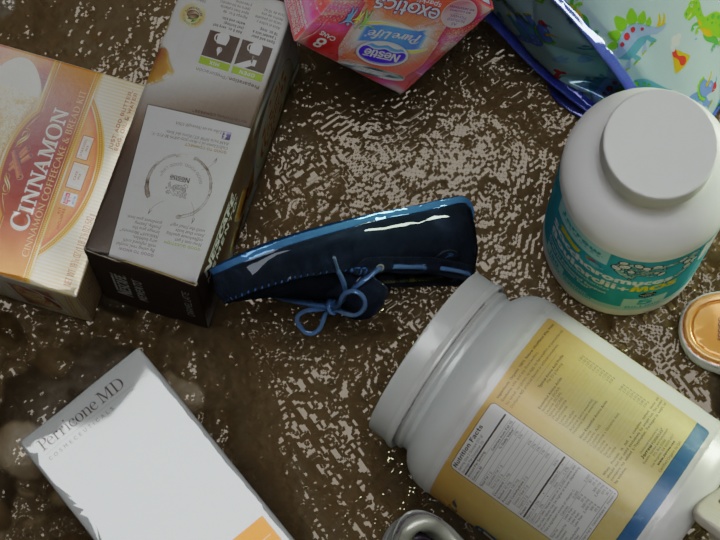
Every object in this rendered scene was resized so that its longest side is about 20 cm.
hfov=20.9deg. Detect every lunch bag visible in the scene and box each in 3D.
[{"bbox_3d":[0.192,-0.195,1.332,0.200,0.127,0.170,41,77,-19],"label":"lunch bag"}]

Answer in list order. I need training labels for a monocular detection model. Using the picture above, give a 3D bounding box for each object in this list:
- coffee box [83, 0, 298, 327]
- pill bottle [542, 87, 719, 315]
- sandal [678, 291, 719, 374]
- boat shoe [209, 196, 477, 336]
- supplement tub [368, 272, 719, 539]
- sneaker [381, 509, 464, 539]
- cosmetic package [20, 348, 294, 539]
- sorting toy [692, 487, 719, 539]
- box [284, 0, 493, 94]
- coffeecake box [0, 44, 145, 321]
[{"bbox_3d":[-0.109,-0.077,1.303,0.079,0.114,0.201,17,74,5],"label":"coffee box"},{"bbox_3d":[0.178,-0.047,1.247,0.110,0.200,0.112,0,73,1],"label":"pill bottle"},{"bbox_3d":[0.316,0.045,1.293,0.205,0.059,0.080,2,74,1],"label":"sandal"},{"bbox_3d":[0.000,0.000,1.272,0.199,0.084,0.069,-14,91,-26],"label":"boat shoe"},{"bbox_3d":[0.120,0.108,1.232,0.200,0.145,0.145,35,77,10],"label":"supplement tub"},{"bbox_3d":[0.061,0.243,1.217,0.075,0.100,0.201,-23,76,-8],"label":"sneaker"},{"bbox_3d":[-0.117,0.162,1.256,0.101,0.071,0.200,-39,77,-10],"label":"cosmetic package"},{"bbox_3d":[0.302,0.205,1.196,0.180,0.201,0.107,-28,33,-33],"label":"sorting toy"},{"bbox_3d":[0.003,-0.232,1.304,0.095,0.102,0.201,-40,46,31],"label":"box"},{"bbox_3d":[-0.256,-0.071,1.323,0.199,0.073,0.154,16,76,5],"label":"coffeecake box"}]
